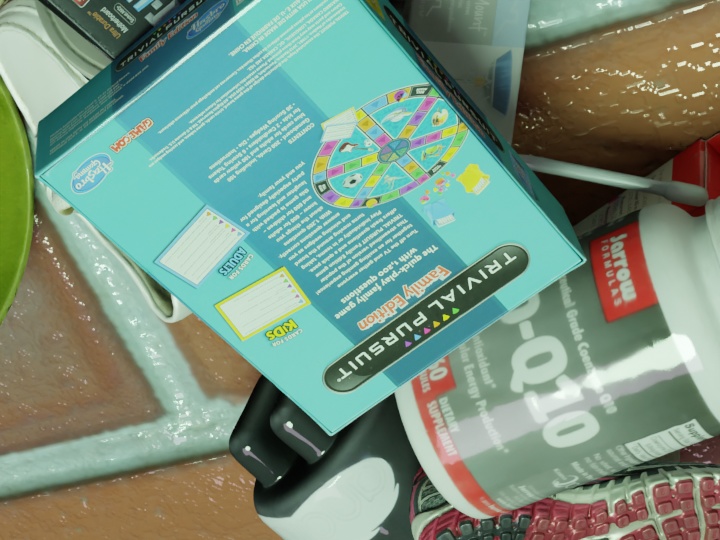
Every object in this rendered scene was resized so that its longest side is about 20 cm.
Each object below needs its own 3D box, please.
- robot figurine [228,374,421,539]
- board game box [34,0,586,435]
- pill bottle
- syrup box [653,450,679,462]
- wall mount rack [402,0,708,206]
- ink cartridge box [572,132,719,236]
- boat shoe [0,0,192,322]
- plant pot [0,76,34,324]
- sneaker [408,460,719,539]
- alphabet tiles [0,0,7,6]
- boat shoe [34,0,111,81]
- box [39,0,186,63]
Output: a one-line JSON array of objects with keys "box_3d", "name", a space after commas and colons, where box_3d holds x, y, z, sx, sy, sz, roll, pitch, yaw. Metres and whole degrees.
[{"box_3d": [0.016, 0.135, 0.910, 0.200, 0.150, 0.125, 42, 81, -16], "name": "robot figurine"}, {"box_3d": [-0.018, -0.034, 0.651, 0.151, 0.047, 0.200, -35, 125, 15], "name": "board game box"}, {"box_3d": [0.124, 0.037, 0.720, 0.199, 0.114, 0.114, -24, 117, 21], "name": "pill bottle"}, {"box_3d": [0.160, 0.199, 0.941, 0.078, 0.082, 0.201, 3, 127, 11], "name": "syrup box"}, {"box_3d": [0.087, -0.102, 0.718, 0.172, 0.075, 0.202, 0, 107, -21], "name": "wall mount rack"}, {"box_3d": [0.176, 0.014, 0.809, 0.116, 0.067, 0.200, 42, 124, -17], "name": "ink cartridge box"}, {"box_3d": [-0.146, -0.059, 0.827, 0.071, 0.069, 0.200, -25, 107, 47], "name": "boat shoe"}, {"box_3d": [-0.325, -0.040, 0.841, 0.191, 0.201, 0.202, 3, 127, 27], "name": "plant pot"}, {"box_3d": [0.125, 0.126, 0.817, 0.198, 0.075, 0.081, 0, 123, -11], "name": "sneaker"}, {"box_3d": [-0.227, -0.191, 0.700, 0.167, 0.200, 0.008, 43, 94, -17], "name": "alphabet tiles"}, {"box_3d": [-0.096, -0.101, 0.761, 0.200, 0.074, 0.060, 37, 163, 30], "name": "boat shoe"}, {"box_3d": [-0.162, -0.168, 0.651, 0.050, 0.200, 0.198, -48, 63, 1], "name": "box"}]
